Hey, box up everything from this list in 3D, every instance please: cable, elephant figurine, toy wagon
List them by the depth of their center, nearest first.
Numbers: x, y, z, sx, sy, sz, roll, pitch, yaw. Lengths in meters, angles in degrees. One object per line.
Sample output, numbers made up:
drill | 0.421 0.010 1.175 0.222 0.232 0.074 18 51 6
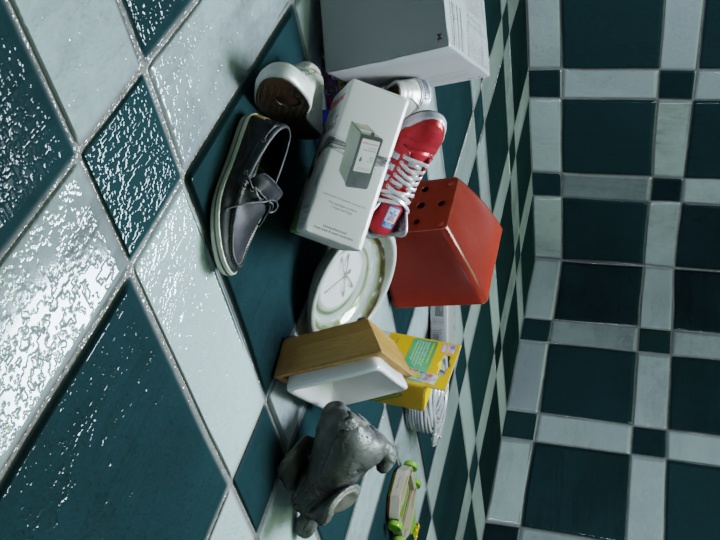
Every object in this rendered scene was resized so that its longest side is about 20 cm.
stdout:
elephant figurine | -0.049 0.299 1.246 0.155 0.141 0.201 41 86 -28
toy wagon | 0.096 0.517 1.902 0.202 0.039 0.157 78 24 -44
cable | 0.152 0.264 1.973 0.201 0.068 0.202 -67 154 -47

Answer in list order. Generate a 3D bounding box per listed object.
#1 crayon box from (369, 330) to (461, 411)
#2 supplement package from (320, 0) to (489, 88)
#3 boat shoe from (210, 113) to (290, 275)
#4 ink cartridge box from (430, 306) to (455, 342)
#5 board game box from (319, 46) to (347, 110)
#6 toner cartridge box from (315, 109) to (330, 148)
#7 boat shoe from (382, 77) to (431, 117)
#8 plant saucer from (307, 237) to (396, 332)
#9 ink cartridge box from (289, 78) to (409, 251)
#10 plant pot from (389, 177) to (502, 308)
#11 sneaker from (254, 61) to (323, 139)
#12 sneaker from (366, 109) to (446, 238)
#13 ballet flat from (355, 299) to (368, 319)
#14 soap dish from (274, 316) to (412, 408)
crayon box | 0.053 0.157 1.413 0.126 0.196 0.052 -58 152 -55
supplement package | 0.067 -0.355 1.273 0.199 0.188 0.150 0 84 -66
boat shoe | -0.126 -0.090 1.018 0.075 0.061 0.203 60 39 -63
ink cartridge box | 0.204 0.102 2.156 0.200 0.049 0.165 -54 144 -73
board game box | -0.012 -0.323 1.378 0.201 0.032 0.122 -60 145 -52
toner cartridge box | -0.009 -0.141 1.324 0.043 0.093 0.202 -63 151 -48
boat shoe | 0.021 -0.231 1.322 0.069 0.199 0.072 -4 78 -37
plant saucer | -0.024 0.016 1.323 0.199 0.050 0.202 -38 143 -36
ink cartridge box | -0.018 -0.134 1.157 0.145 0.083 0.203 -173 -79 -78
plant pot | 0.144 -0.066 1.695 0.177 0.197 0.202 61 36 -41
sneaker | -0.088 -0.234 1.104 0.200 0.071 0.086 57 36 -80
sneaker | 0.055 -0.120 1.190 0.200 0.070 0.114 -48 -150 48
ballet flat | 0.000 0.000 1.457 0.064 0.067 0.202 48 47 -26
soap dish | -0.021 0.136 1.268 0.200 0.155 0.083 45 32 -68
